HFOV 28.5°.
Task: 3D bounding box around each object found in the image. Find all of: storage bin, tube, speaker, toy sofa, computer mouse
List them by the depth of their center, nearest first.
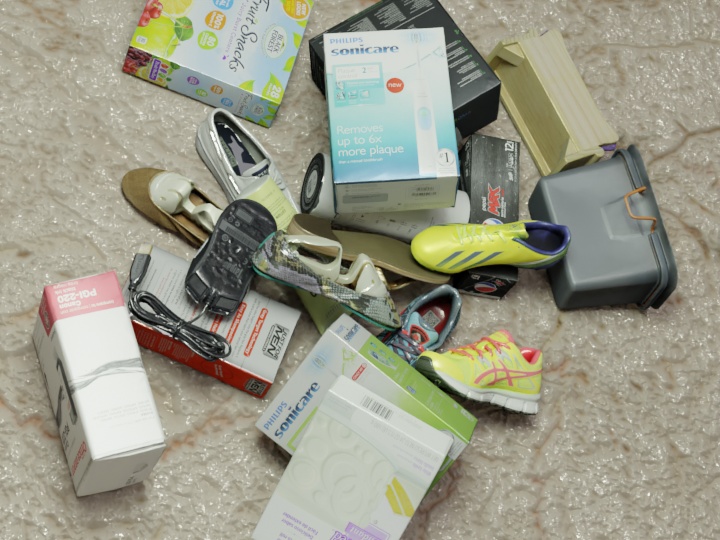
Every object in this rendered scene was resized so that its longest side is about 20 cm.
[{"bbox_3d":[-0.184,-0.004,1.595,0.140,0.046,0.201,28,64,-14],"label":"computer mouse"},{"bbox_3d":[-0.071,-0.020,1.683,0.200,0.058,0.052,56,16,-16],"label":"tube"},{"bbox_3d":[0.032,-0.081,1.734,0.199,0.081,0.082,13,64,-19],"label":"speaker"},{"bbox_3d":[0.302,-0.047,1.793,0.133,0.146,0.201,-11,70,-11],"label":"storage bin"},{"bbox_3d":[0.248,-0.215,1.873,0.097,0.083,0.201,-19,74,-29],"label":"toy sofa"}]

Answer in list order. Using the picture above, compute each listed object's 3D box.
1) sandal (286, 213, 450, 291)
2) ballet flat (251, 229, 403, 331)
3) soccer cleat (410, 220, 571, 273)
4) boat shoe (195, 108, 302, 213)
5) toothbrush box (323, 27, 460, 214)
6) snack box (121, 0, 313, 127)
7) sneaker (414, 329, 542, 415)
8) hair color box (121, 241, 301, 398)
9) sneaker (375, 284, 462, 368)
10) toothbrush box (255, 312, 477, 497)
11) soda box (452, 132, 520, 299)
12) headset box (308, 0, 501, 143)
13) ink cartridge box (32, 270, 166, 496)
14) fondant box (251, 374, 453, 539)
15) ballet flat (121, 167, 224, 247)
[{"bbox_3d":[-0.001,-0.003,1.682,0.211,0.070,0.078,18,26,-24],"label":"sandal"},{"bbox_3d":[-0.024,0.006,1.604,0.200,0.072,0.072,24,61,-22],"label":"ballet flat"},{"bbox_3d":[0.157,-0.037,1.690,0.199,0.084,0.065,0,67,-20],"label":"soccer cleat"},{"bbox_3d":[-0.129,-0.108,1.714,0.073,0.065,0.200,-39,85,-28],"label":"boat shoe"},{"bbox_3d":[0.034,-0.176,1.655,0.145,0.085,0.201,-3,65,-2],"label":"toothbrush box"},{"bbox_3d":[-0.177,-0.296,1.783,0.199,0.068,0.169,20,62,-10],"label":"snack box"},{"bbox_3d":[0.142,0.109,1.661,0.199,0.078,0.091,16,91,-44],"label":"sneaker"},{"bbox_3d":[-0.180,0.058,1.630,0.199,0.061,0.102,25,61,-5],"label":"hair color box"},{"bbox_3d":[0.050,0.086,1.670,0.079,0.096,0.200,39,61,2],"label":"sneaker"},{"bbox_3d":[0.008,0.171,1.586,0.200,0.086,0.146,39,106,3],"label":"toothbrush box"},{"bbox_3d":[0.159,-0.070,1.792,0.070,0.063,0.201,10,64,-13],"label":"soda box"},{"bbox_3d":[0.059,-0.234,1.778,0.174,0.093,0.200,-31,68,-12],"label":"headset box"},{"bbox_3d":[-0.283,0.124,1.519,0.084,0.146,0.201,-14,71,-24],"label":"ink cartridge box"},{"bbox_3d":[-0.009,0.236,1.529,0.144,0.201,0.058,29,19,5],"label":"fondant box"},{"bbox_3d":[-0.194,-0.067,1.674,0.200,0.072,0.068,39,65,2],"label":"ballet flat"}]
